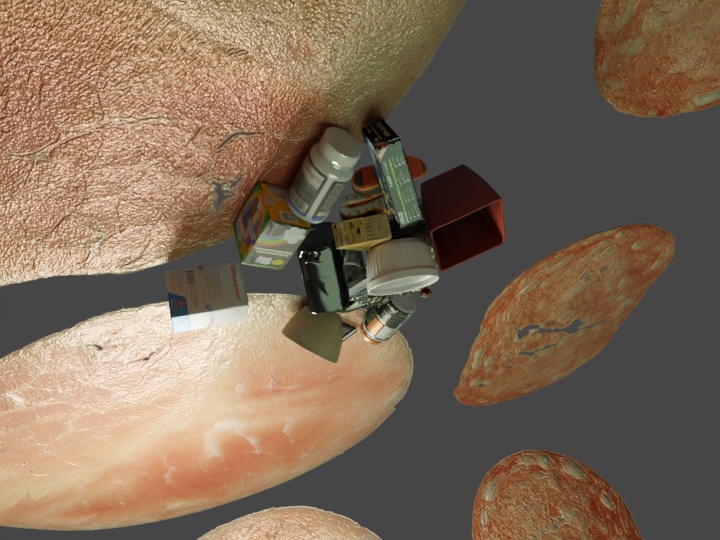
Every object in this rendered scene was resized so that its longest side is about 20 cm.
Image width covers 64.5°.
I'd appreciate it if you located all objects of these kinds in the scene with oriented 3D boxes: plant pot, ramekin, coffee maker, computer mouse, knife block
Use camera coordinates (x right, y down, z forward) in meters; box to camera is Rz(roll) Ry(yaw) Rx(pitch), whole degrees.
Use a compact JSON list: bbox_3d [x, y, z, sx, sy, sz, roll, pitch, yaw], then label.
[{"bbox_3d":[-0.130,0.180,1.781,0.199,0.198,0.137,33,84,-51],"label":"plant pot"},{"bbox_3d":[0.105,-0.011,1.511,0.194,0.108,0.200,-10,168,-2],"label":"ramekin"},{"bbox_3d":[-0.105,0.008,1.480,0.131,0.193,0.205,2,123,21],"label":"coffee maker"},{"bbox_3d":[0.000,0.000,1.619,0.197,0.035,0.059,-34,175,-4],"label":"computer mouse"},{"bbox_3d":[0.258,-0.155,1.522,0.195,0.180,0.201,-23,146,3],"label":"plant pot"},{"bbox_3d":[0.015,-0.088,1.496,0.194,0.066,0.176,-12,170,-13],"label":"knife block"}]

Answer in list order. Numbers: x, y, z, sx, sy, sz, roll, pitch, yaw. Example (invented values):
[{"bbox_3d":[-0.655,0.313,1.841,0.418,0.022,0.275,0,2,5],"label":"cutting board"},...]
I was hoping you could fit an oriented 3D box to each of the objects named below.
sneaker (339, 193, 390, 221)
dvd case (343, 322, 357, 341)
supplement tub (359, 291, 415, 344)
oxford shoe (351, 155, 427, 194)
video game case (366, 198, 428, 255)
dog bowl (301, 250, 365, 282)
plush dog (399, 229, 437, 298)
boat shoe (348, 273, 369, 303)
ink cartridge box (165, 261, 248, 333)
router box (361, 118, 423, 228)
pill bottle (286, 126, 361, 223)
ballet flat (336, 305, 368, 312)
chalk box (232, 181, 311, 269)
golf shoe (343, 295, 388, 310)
[{"bbox_3d":[0.033,-0.167,1.483,0.194,0.081,0.078,-8,159,-15],"label":"sneaker"},{"bbox_3d":[-0.120,0.218,1.966,0.147,0.016,0.198,-37,143,19],"label":"dvd case"},{"bbox_3d":[0.086,0.150,1.893,0.120,0.125,0.201,8,137,-36],"label":"supplement tub"},{"bbox_3d":[0.070,-0.234,1.422,0.194,0.074,0.073,-11,165,-8],"label":"oxford shoe"},{"bbox_3d":[0.100,-0.109,1.638,0.195,0.022,0.184,-23,146,2],"label":"video game case"},{"bbox_3d":[-0.073,0.012,1.672,0.194,0.060,0.203,-14,145,-10],"label":"dog bowl"},{"bbox_3d":[0.169,-0.034,1.649,0.194,0.161,0.177,-6,121,-20],"label":"plush dog"},{"bbox_3d":[0.000,0.063,1.649,0.196,0.072,0.069,-29,103,5],"label":"boat shoe"},{"bbox_3d":[-0.398,0.067,1.486,0.194,0.147,0.086,-9,145,-18],"label":"ink cartridge box"},{"bbox_3d":[0.071,-0.219,1.287,0.061,0.151,0.204,-21,120,-1],"label":"router box"},{"bbox_3d":[-0.083,-0.217,1.303,0.111,0.116,0.201,6,138,-35],"label":"pill bottle"},{"bbox_3d":[-0.033,0.099,1.806,0.195,0.070,0.068,-3,171,-30],"label":"ballet flat"},{"bbox_3d":[-0.227,-0.091,1.388,0.122,0.126,0.200,9,137,-39],"label":"chalk box"},{"bbox_3d":[0.029,0.085,1.753,0.196,0.078,0.096,-30,119,-15],"label":"golf shoe"}]
